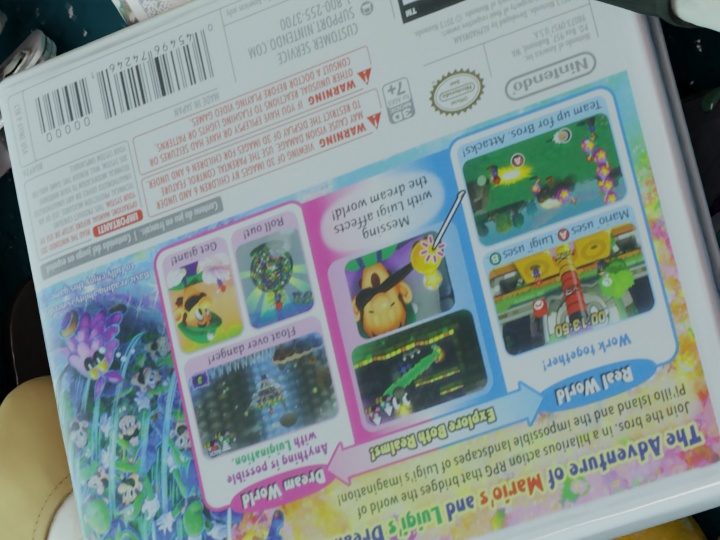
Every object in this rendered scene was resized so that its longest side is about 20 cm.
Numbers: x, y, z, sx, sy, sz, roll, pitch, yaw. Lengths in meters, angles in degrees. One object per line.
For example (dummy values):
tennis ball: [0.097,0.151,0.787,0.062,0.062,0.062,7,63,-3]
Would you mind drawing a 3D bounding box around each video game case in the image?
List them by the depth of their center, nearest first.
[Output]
video game case: [0.000,0.000,0.795,0.199,0.024,0.183,-20,73,23]

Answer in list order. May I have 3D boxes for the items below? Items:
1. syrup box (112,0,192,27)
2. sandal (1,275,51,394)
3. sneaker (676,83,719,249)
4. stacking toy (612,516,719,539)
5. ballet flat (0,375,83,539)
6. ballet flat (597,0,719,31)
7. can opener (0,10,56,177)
syrup box: [0.030,-0.111,0.850,0.200,0.081,0.079,-34,86,21]
sandal: [-0.072,0.095,0.930,0.045,0.075,0.201,-7,96,65]
sneaker: [0.099,-0.036,0.842,0.200,0.074,0.088,-26,84,24]
stacking toy: [0.057,0.100,0.868,0.199,0.146,0.147,-10,96,7]
ballet flat: [-0.065,0.125,0.872,0.063,0.068,0.201,-26,75,58]
ballet flat: [0.115,-0.090,0.754,0.068,0.200,0.068,36,113,30]
can opener: [-0.177,-0.019,0.958,0.067,0.053,0.200,40,114,-20]
